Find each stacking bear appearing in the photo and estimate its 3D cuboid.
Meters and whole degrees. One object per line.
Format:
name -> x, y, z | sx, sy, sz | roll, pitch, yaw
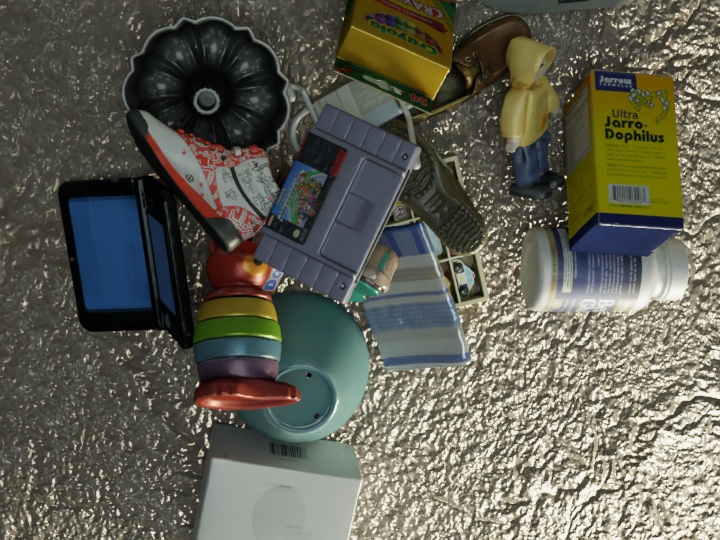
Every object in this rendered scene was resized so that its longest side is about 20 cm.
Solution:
stacking bear -> -0.145, 0.060, 1.336 | 0.121, 0.114, 0.201 | 7, 73, -32

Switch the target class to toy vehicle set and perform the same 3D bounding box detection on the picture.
toy vehicle set -> 0.086, -0.042, 1.462 | 0.124, 0.027, 0.201 | -15, 106, -2

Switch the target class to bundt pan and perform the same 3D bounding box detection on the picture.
bundt pan -> -0.186, -0.211, 1.358 | 0.201, 0.076, 0.203 | -2, 108, -5

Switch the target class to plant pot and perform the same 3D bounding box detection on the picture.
plant pot -> -0.080, 0.141, 1.438 | 0.199, 0.135, 0.201 | -2, 105, -6

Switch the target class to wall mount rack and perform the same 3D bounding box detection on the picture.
wall mount rack -> -0.004, -0.174, 1.351 | 0.200, 0.075, 0.174 | -26, 82, 22

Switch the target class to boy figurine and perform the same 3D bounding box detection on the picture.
boy figurine -> 0.218, -0.196, 1.397 | 0.124, 0.064, 0.201 | -32, 127, -43

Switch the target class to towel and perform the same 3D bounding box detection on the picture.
towel -> 0.056, 0.038, 1.437 | 0.147, 0.024, 0.201 | -7, 109, 41

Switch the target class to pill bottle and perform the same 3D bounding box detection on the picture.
pill bottle -> 0.317, -0.002, 1.453 | 0.199, 0.111, 0.112 | 0, 105, -6

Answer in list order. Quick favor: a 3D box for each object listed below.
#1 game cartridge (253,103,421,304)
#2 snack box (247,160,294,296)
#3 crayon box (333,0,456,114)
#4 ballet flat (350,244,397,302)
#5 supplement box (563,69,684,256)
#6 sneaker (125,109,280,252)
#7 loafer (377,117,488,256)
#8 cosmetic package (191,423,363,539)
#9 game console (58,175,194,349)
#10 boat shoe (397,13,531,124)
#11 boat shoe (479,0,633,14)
game cartridge -> -0.030, -0.078, 1.289 | 0.129, 0.038, 0.201 | 26, 93, 9
snack box -> -0.110, -0.035, 1.395 | 0.024, 0.072, 0.200 | 5, 124, -39
crayon box -> 0.043, -0.276, 1.305 | 0.127, 0.200, 0.051 | 21, 131, -12
ballet flat -> 0.000, 0.000, 1.390 | 0.068, 0.200, 0.067 | 31, 77, -17
supplement box -> 0.321, -0.131, 1.377 | 0.109, 0.109, 0.201 | 3, 73, -7
sneaker -> -0.178, -0.130, 1.318 | 0.108, 0.067, 0.202 | -40, 92, -16
loafer -> 0.084, -0.103, 1.399 | 0.076, 0.067, 0.200 | -35, 90, 11
cosmetic package -> -0.118, 0.330, 1.491 | 0.199, 0.123, 0.201 | 11, 102, -9
game console -> -0.289, -0.007, 1.373 | 0.116, 0.176, 0.201 | -12, 107, -20
boat shoe -> 0.134, -0.245, 1.391 | 0.200, 0.068, 0.072 | -38, 105, 4
boat shoe -> 0.240, -0.361, 1.378 | 0.199, 0.071, 0.064 | 0, 73, 2
